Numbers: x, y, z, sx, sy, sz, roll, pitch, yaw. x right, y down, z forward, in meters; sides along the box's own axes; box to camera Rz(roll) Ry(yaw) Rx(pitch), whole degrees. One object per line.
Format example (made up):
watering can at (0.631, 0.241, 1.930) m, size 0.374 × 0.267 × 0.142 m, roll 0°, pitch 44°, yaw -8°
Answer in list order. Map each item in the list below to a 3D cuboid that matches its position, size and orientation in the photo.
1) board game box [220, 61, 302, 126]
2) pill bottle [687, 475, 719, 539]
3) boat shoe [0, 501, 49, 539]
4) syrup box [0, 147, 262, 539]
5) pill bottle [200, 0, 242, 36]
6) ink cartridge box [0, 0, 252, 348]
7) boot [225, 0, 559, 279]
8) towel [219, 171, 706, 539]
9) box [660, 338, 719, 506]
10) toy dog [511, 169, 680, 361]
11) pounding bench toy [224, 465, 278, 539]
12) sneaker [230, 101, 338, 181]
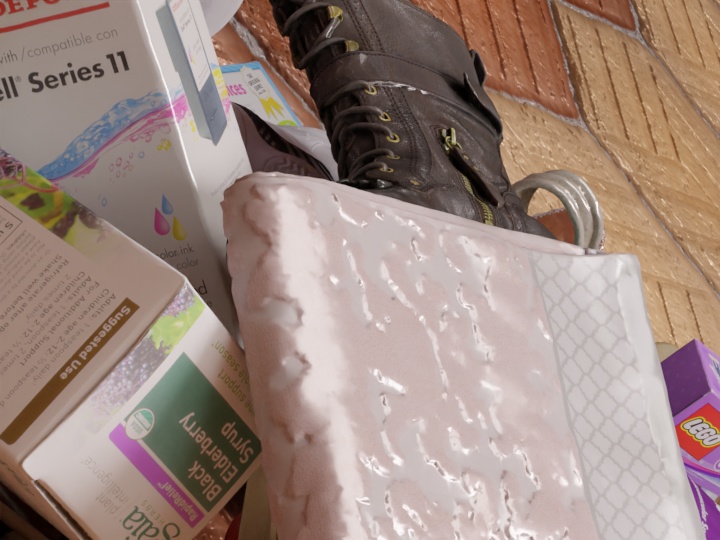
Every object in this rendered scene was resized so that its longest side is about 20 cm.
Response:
board game box at (-0.062, -0.028, 1.344) m, size 0.135 × 0.034 × 0.200 m, roll 56°, pitch 22°, yaw 8°
pill bottle at (0.132, 0.154, 1.342) m, size 0.200 × 0.112 × 0.113 m, roll 43°, pitch 23°, yaw -34°
boat shoe at (-0.172, 0.058, 0.955) m, size 0.200 × 0.063 × 0.071 m, roll 47°, pitch 24°, yaw -11°
syrup box at (-0.119, 0.014, 0.971) m, size 0.200 × 0.081 × 0.079 m, roll 31°, pitch -15°, yaw 43°
pill bottle at (-0.135, -0.192, 1.339) m, size 0.113 × 0.113 × 0.200 m, roll 16°, pitch 42°, yaw -56°
ink cartridge box at (-0.114, -0.063, 1.090) m, size 0.067 × 0.117 × 0.200 m, roll -56°, pitch 131°, yaw -66°
boot at (0.000, -0.047, 1.141) m, size 0.200 × 0.069 × 0.174 m, roll 17°, pitch 40°, yaw -47°
towel at (0.043, 0.074, 0.948) m, size 0.191 × 0.032 × 0.200 m, roll 9°, pitch 62°, yaw -44°
box at (0.172, 0.129, 1.438) m, size 0.200 × 0.137 × 0.039 m, roll 38°, pitch 26°, yaw -35°
toy dog at (0.097, 0.021, 1.484) m, size 0.200 × 0.132 × 0.096 m, roll 64°, pitch 31°, yaw -20°
pounding bench toy at (0.025, 0.155, 1.063) m, size 0.200 × 0.156 × 0.124 m, roll -83°, pitch 163°, yaw -58°
sneaker at (0.000, 0.000, 1.242) m, size 0.200 × 0.075 × 0.115 m, roll 44°, pitch 17°, yaw 22°
